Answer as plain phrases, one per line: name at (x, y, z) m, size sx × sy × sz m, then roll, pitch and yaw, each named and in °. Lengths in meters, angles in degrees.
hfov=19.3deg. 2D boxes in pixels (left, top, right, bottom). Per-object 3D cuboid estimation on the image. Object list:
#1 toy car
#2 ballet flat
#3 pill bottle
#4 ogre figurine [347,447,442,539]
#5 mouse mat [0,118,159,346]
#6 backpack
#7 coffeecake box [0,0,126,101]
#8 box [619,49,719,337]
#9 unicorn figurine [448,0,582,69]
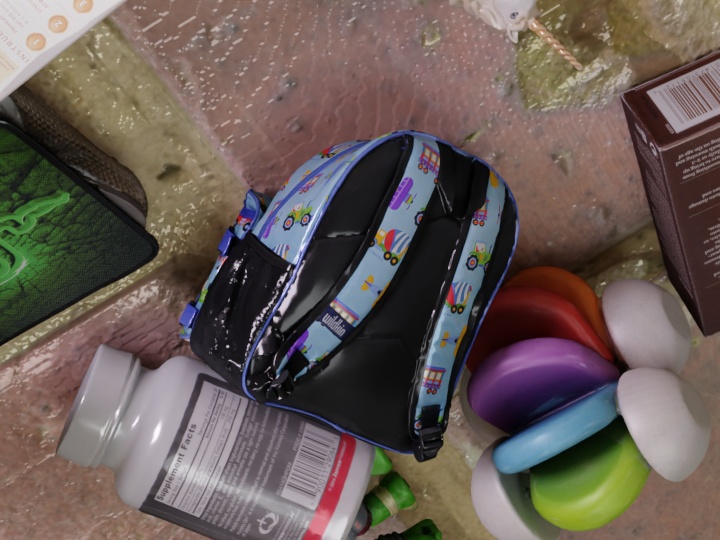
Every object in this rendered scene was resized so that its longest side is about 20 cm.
toy car at (0.136, 0.083, 1.480) m, size 0.175 × 0.200 × 0.150 m, roll -29°, pitch 132°, yaw 24°
ballet flat at (-0.205, -0.083, 1.297) m, size 0.067 × 0.046 × 0.200 m, roll -32°, pitch 131°, yaw 28°
pill bottle at (-0.100, 0.124, 1.441) m, size 0.200 × 0.111 × 0.111 m, roll 23°, pitch 121°, yaw -8°
ogre figurine at (-0.026, 0.174, 1.560) m, size 0.120 × 0.098 × 0.200 m, roll -37°, pitch 146°, yaw -5°
mouse mat at (-0.248, -0.009, 1.331) m, size 0.200 × 0.008 × 0.161 m, roll -28°, pitch 135°, yaw 23°
backpack at (0.000, 0.000, 1.388) m, size 0.182 × 0.135 × 0.200 m, roll 23°, pitch 94°, yaw -37°
coffeecake box at (-0.225, -0.177, 1.158) m, size 0.200 × 0.073 × 0.154 m, roll -37°, pitch 120°, yaw 11°
box at (0.258, -0.056, 1.492) m, size 0.100 × 0.075 × 0.200 m, roll -24°, pitch 133°, yaw -2°
unicorn figurine at (0.039, -0.201, 1.281) m, size 0.200 × 0.074 × 0.137 m, roll 1°, pitch 131°, yaw -3°
